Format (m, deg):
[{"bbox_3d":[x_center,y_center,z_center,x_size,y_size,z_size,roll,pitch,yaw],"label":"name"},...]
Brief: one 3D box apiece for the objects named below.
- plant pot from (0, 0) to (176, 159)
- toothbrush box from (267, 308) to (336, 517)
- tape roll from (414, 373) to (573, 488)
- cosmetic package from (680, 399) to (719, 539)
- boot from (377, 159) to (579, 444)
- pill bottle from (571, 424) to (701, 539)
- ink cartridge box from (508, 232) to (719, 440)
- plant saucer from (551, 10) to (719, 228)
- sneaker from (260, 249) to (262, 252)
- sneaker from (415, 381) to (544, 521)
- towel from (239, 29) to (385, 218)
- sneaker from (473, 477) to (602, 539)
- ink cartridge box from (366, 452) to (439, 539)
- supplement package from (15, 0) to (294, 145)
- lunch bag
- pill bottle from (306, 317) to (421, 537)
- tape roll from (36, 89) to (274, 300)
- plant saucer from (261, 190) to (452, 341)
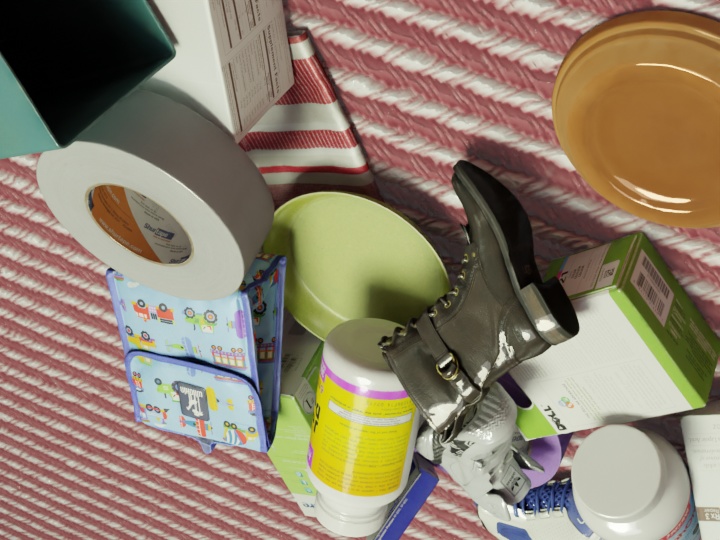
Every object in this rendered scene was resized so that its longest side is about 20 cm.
[{"bbox_3d":[-0.280,-0.176,1.022,0.199,0.142,0.142,-7,121,45],"label":"plant pot"},{"bbox_3d":[-0.034,0.146,1.383,0.085,0.146,0.201,2,133,33],"label":"toothbrush box"},{"bbox_3d":[0.121,0.136,1.327,0.198,0.066,0.201,20,142,16],"label":"tape roll"},{"bbox_3d":[0.361,0.218,1.165,0.101,0.074,0.203,-10,91,42],"label":"cosmetic package"},{"bbox_3d":[0.080,0.027,1.124,0.174,0.069,0.202,-36,68,29],"label":"boot"},{"bbox_3d":[0.261,0.211,1.218,0.108,0.110,0.200,9,163,27],"label":"pill bottle"},{"bbox_3d":[0.199,0.066,1.175,0.199,0.076,0.148,-18,120,42],"label":"ink cartridge box"},{"bbox_3d":[0.238,-0.105,0.998,0.198,0.038,0.202,19,141,17],"label":"plant saucer"},{"bbox_3d":[-0.139,-0.056,1.299,0.199,0.083,0.073,27,159,-35],"label":"sneaker"},{"bbox_3d":[0.126,0.170,1.215,0.115,0.075,0.200,41,162,-4],"label":"sneaker"},{"bbox_3d":[-0.070,-0.128,1.203,0.143,0.023,0.201,1,133,34],"label":"towel"},{"bbox_3d":[0.187,0.258,1.404,0.115,0.081,0.199,35,145,-8],"label":"sneaker"},{"bbox_3d":[0.041,0.242,1.393,0.037,0.095,0.200,35,-179,-1],"label":"ink cartridge box"},{"bbox_3d":[-0.174,-0.213,1.094,0.198,0.111,0.157,12,131,24],"label":"supplement package"},{"bbox_3d":[-0.153,0.083,1.263,0.149,0.094,0.203,8,115,19],"label":"lunch bag"},{"bbox_3d":[0.003,0.155,1.250,0.103,0.104,0.202,19,119,17],"label":"pill bottle"},{"bbox_3d":[-0.175,-0.062,1.113,0.198,0.067,0.201,20,148,13],"label":"tape roll"},{"bbox_3d":[0.000,0.000,1.244,0.198,0.031,0.202,15,133,16],"label":"plant saucer"}]
